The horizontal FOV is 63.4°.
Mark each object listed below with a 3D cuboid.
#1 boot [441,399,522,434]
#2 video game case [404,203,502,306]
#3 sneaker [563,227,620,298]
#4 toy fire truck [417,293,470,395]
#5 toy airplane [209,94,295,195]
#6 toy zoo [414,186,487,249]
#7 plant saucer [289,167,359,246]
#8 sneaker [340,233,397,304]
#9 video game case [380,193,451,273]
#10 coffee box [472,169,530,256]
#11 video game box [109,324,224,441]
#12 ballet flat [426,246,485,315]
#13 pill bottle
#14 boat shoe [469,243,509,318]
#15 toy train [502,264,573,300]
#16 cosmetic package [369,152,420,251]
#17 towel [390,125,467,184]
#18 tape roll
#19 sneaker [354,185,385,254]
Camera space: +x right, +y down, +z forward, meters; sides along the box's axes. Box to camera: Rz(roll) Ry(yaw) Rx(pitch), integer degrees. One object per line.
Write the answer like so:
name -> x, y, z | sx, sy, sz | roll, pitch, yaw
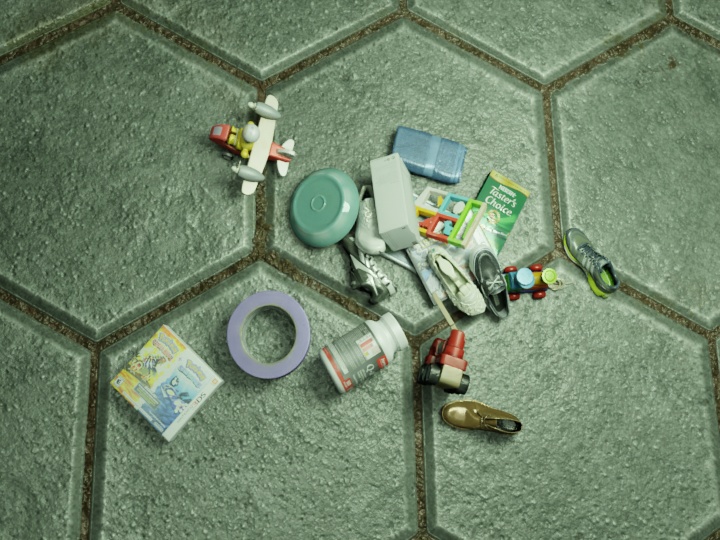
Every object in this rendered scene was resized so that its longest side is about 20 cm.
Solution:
boot -> 0.293, 0.354, 1.403 | 0.195, 0.076, 0.076 | 10, 81, -1
video game case -> 0.227, -0.040, 1.460 | 0.197, 0.026, 0.184 | -28, 87, -1
sneaker -> 0.597, -0.027, 1.489 | 0.073, 0.081, 0.202 | -35, 84, -10
toy fire truck -> 0.198, 0.175, 1.376 | 0.126, 0.176, 0.205 | 17, 78, 0
toy airplane -> -0.255, -0.314, 1.449 | 0.196, 0.141, 0.203 | -30, 83, -9
toy zoo -> 0.198, -0.137, 1.448 | 0.197, 0.021, 0.133 | 20, 67, 29
plant saucer -> -0.099, -0.162, 1.445 | 0.195, 0.036, 0.206 | -5, 78, 22
sneaker -> 0.000, 0.000, 1.449 | 0.090, 0.066, 0.201 | -38, 87, -12
video game case -> 0.131, -0.101, 1.499 | 0.197, 0.023, 0.185 | 26, 79, 1
coffee box -> 0.343, -0.145, 1.510 | 0.121, 0.044, 0.203 | 31, 80, 2
video game box -> -0.455, 0.265, 1.380 | 0.199, 0.047, 0.183 | 41, 77, 4
ballet flat -> 0.230, 0.029, 1.411 | 0.071, 0.072, 0.201 | -39, 87, -10
pill bottle -> 0.008, 0.192, 1.389 | 0.197, 0.116, 0.117 | -31, 83, -8
boat shoe -> 0.320, 0.031, 1.414 | 0.070, 0.068, 0.203 | -23, 118, -4
toy train -> 0.459, 0.021, 1.453 | 0.194, 0.116, 0.087 | -4, 80, -5
cosmetic package -> 0.085, -0.165, 1.419 | 0.079, 0.113, 0.205 | -13, 62, 18
towel -> 0.176, -0.299, 1.525 | 0.195, 0.049, 0.114 | 17, 79, -2
tape roll -> -0.216, 0.156, 1.396 | 0.194, 0.085, 0.206 | 1, 81, -4
sneaker -> 0.018, -0.124, 1.424 | 0.073, 0.088, 0.203 | -5, 50, -13
